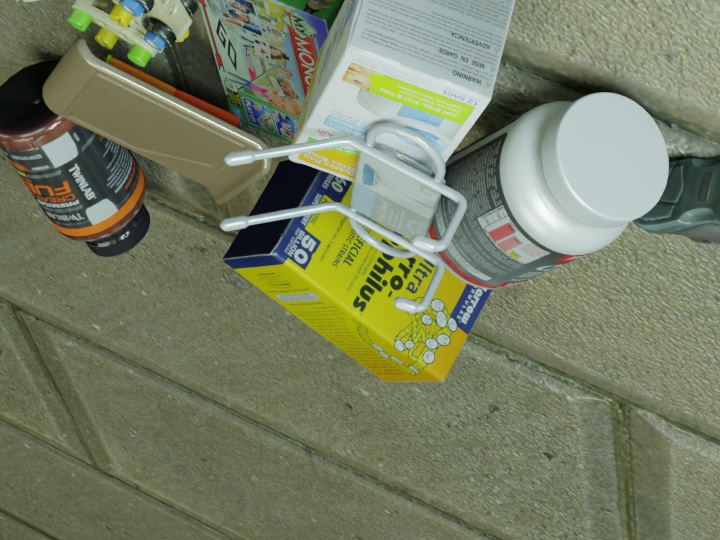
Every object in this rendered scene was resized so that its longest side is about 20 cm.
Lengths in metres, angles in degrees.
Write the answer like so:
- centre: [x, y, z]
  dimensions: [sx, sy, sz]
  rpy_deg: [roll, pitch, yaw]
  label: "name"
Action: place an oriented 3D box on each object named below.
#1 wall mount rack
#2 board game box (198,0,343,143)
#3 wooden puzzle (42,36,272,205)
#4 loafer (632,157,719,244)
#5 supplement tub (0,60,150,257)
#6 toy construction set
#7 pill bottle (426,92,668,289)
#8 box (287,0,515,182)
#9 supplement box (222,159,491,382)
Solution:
- centre: [-0.012, -0.047, 1.488]
  dimensions: [0.173, 0.075, 0.200]
  rpy_deg: [27, 156, 6]
  label: "wall mount rack"
- centre: [-0.063, -0.173, 1.645]
  dimensions: [0.134, 0.029, 0.201]
  rpy_deg: [25, 153, 23]
  label: "board game box"
- centre: [-0.182, -0.135, 1.776]
  dimensions: [0.199, 0.037, 0.185]
  rpy_deg: [31, 163, -12]
  label: "wooden puzzle"
- centre: [0.278, -0.047, 1.420]
  dimensions: [0.063, 0.072, 0.199]
  rpy_deg: [25, 169, -30]
  label: "loafer"
- centre: [-0.276, -0.102, 1.943]
  dimensions: [0.106, 0.107, 0.201]
  rpy_deg: [15, 149, 35]
  label: "supplement tub"
- centre: [-0.205, -0.232, 1.613]
  dimensions: [0.130, 0.093, 0.200]
  rpy_deg: [28, -177, 20]
  label: "toy construction set"
- centre: [0.137, -0.060, 1.493]
  dimensions: [0.116, 0.116, 0.200]
  rpy_deg: [40, 155, -12]
  label: "pill bottle"
- centre: [0.029, -0.145, 1.464]
  dimensions: [0.112, 0.102, 0.200]
  rpy_deg: [19, 156, -8]
  label: "box"
- centre: [0.000, 0.000, 1.744]
  dimensions: [0.200, 0.109, 0.109]
  rpy_deg: [37, 162, -22]
  label: "supplement box"
